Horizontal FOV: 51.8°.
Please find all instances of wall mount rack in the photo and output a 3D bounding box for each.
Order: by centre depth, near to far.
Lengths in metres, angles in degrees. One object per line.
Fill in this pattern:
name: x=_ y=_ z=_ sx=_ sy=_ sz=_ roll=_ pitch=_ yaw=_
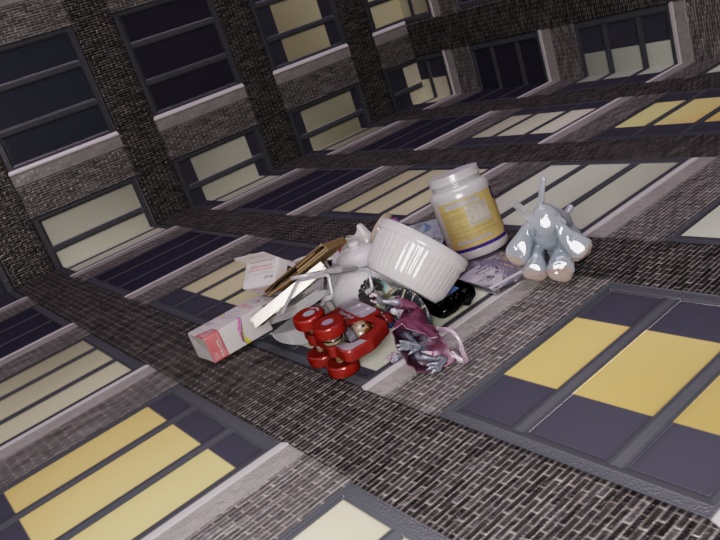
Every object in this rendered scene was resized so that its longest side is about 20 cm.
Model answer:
wall mount rack: x=-0.075 y=0.037 z=1.547 sx=0.199 sy=0.075 sz=0.173 roll=-8 pitch=-3 yaw=-44

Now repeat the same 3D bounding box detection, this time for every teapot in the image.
teapot: x=0.000 y=0.000 z=1.717 sx=0.199 sy=0.147 sz=0.198 roll=-17 pitch=19 yaw=8

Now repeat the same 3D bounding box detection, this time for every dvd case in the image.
dvd case: x=0.296 y=-0.003 z=1.643 sx=0.148 sy=0.016 sz=0.200 roll=-26 pitch=21 yaw=-20

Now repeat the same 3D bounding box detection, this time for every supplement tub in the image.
supplement tub: x=0.250 y=-0.138 z=1.746 sx=0.145 sy=0.201 sz=0.145 roll=-21 pitch=10 yaw=4

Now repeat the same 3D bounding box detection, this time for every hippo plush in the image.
hippo plush: x=0.383 y=-0.070 z=1.546 sx=0.159 sy=0.200 sz=0.161 roll=-37 pitch=-6 yaw=20

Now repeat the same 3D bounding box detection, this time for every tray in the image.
tray: x=-0.154 y=0.084 z=1.728 sx=0.107 sy=0.022 sz=0.200 roll=-34 pitch=7 yaw=-33

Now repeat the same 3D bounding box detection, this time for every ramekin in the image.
ramekin: x=0.108 y=-0.015 z=1.509 sx=0.105 sy=0.200 sz=0.200 roll=-63 pitch=27 yaw=-1

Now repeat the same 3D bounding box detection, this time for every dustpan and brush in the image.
dustpan and brush: x=-0.085 y=0.126 z=1.615 sx=0.139 sy=0.057 sz=0.200 roll=-37 pitch=19 yaw=-33

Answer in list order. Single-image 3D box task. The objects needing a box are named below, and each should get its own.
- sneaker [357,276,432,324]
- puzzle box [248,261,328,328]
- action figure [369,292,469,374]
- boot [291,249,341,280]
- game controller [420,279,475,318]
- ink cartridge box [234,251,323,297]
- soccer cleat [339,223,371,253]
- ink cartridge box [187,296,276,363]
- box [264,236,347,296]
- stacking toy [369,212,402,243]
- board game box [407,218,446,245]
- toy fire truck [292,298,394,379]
sneaker: x=0.088 y=0.074 z=1.541 sx=0.200 sy=0.086 sz=0.078 roll=34 pitch=95 yaw=44
puzzle box: x=-0.152 y=0.052 z=1.630 sx=0.200 sy=0.025 sz=0.133 roll=-39 pitch=-1 yaw=0
action figure: x=0.103 y=0.099 z=1.374 sx=0.148 sy=0.134 sz=0.200 roll=-16 pitch=22 yaw=4
boot: x=-0.090 y=-0.030 z=2.003 sx=0.199 sy=0.073 sz=0.144 roll=-10 pitch=19 yaw=2
game controller: x=0.164 y=0.049 z=1.589 sx=0.104 sy=0.042 sz=0.200 roll=-25 pitch=19 yaw=-16
ink cartridge box: x=-0.196 y=0.022 z=1.763 sx=0.116 sy=0.068 sz=0.200 roll=-11 pitch=-24 yaw=40
soccer cleat: x=-0.022 y=-0.045 z=1.863 sx=0.069 sy=0.078 sz=0.200 roll=-19 pitch=-16 yaw=-38
ink cartridge box: x=-0.287 y=0.133 z=1.732 sx=0.200 sy=0.068 sz=0.116 roll=-30 pitch=17 yaw=-27
box: x=-0.115 y=-0.010 z=1.601 sx=0.163 sy=0.021 sz=0.200 roll=-39 pitch=-1 yaw=13
stacking toy: x=0.124 y=-0.054 z=1.737 sx=0.199 sy=0.086 sz=0.085 roll=30 pitch=37 yaw=13
board game box: x=0.137 y=-0.070 z=1.933 sx=0.198 sy=0.044 sz=0.200 roll=-12 pitch=21 yaw=18
toy fire truck: x=-0.025 y=0.117 z=1.469 sx=0.168 sy=0.113 sz=0.200 roll=-30 pitch=23 yaw=-24
